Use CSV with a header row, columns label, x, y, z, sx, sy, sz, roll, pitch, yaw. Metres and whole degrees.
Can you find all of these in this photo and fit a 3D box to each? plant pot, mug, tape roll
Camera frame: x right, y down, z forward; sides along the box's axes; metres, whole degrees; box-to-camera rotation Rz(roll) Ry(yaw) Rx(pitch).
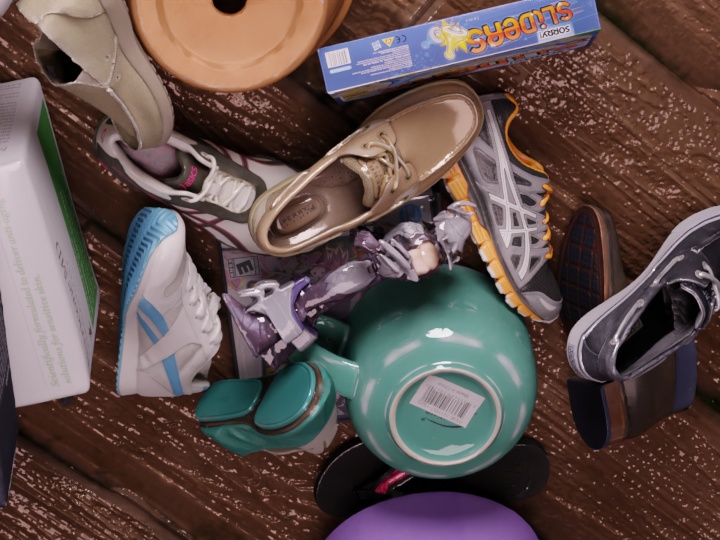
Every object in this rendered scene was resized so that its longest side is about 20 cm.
label,x,y,z,sx,sy,sz,roll,pitch,yaw
plant pot,-0.094,-0.214,1.522,0.199,0.140,0.201,-1,117,-3
mug,0.047,0.091,1.664,0.184,0.115,0.152,-18,116,6
tape roll,0.059,0.276,1.783,0.199,0.066,0.201,-3,132,-4

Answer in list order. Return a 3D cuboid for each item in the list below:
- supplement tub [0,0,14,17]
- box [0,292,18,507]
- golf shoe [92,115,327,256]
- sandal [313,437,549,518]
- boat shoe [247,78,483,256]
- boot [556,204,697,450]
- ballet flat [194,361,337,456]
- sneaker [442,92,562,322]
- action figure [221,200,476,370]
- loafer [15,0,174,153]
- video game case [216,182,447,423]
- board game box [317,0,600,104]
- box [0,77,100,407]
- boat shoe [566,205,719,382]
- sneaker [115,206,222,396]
label,x,y,z,sx,sy,sz,roll,pitch,yaw
supplement tub,-0.281,-0.242,1.455,0.144,0.200,0.145,2,112,5
box,-0.322,0.061,1.471,0.147,0.104,0.201,-5,116,-2
golf shoe,-0.111,-0.060,1.609,0.199,0.088,0.077,23,96,-7
sandal,0.060,0.175,1.772,0.199,0.045,0.075,-5,118,-1
boat shoe,0.009,-0.070,1.568,0.200,0.065,0.071,-36,101,-2
boot,0.217,0.038,1.717,0.097,0.075,0.201,-12,108,-26
ballet flat,-0.057,0.112,1.649,0.070,0.200,0.068,34,69,-22
sneaker,0.118,-0.048,1.652,0.077,0.078,0.200,-26,114,4
action figure,0.000,0.000,1.592,0.200,0.130,0.070,-29,89,1
loafer,-0.188,-0.148,1.474,0.068,0.076,0.200,-33,143,-9
video game case,-0.017,0.032,1.709,0.180,0.026,0.201,-6,116,0
board game box,0.072,-0.164,1.559,0.199,0.135,0.035,-13,91,4
box,-0.314,-0.011,1.590,0.199,0.171,0.200,-11,116,2
boat shoe,0.249,0.019,1.650,0.200,0.068,0.072,-35,111,-22
sneaker,-0.147,0.023,1.655,0.080,0.077,0.200,3,141,-7
